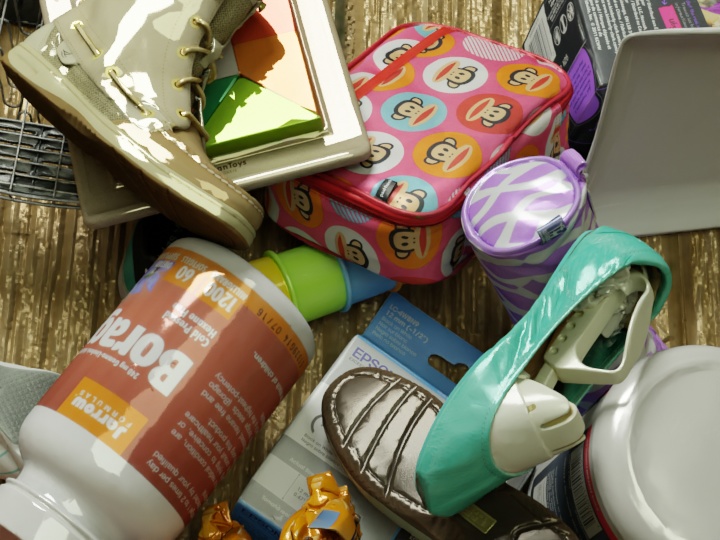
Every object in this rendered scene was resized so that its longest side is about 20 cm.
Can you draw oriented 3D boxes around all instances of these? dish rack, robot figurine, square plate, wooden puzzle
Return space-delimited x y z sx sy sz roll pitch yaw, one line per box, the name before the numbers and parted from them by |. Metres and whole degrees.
dish rack | -0.203 -0.123 1.046 0.152 0.055 0.202 8 57 -7
robot figurine | -0.065 0.169 0.841 0.144 0.200 0.059 -18 95 11
square plate | 0.242 -0.099 1.067 0.196 0.201 0.029 -6 52 -13
wooden puzzle | -0.103 -0.132 0.997 0.183 0.037 0.202 -14 62 -4

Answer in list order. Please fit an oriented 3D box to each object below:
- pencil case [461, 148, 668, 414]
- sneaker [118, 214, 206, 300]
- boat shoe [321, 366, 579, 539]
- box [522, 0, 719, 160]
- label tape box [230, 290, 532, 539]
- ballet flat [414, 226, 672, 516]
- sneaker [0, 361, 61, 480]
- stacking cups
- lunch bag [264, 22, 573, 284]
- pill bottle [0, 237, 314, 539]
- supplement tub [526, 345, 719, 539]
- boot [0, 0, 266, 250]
pencil case | 0.132 0.011 0.997 0.085 0.201 0.084 -38 45 -7
sneaker | -0.101 -0.066 1.039 0.071 0.080 0.202 22 67 -11
boat shoe | 0.051 0.139 0.927 0.072 0.076 0.200 -39 58 -12
box | 0.232 -0.155 1.123 0.198 0.122 0.107 -5 68 -14
label tape box | 0.029 0.117 1.003 0.143 0.066 0.201 35 67 4
ballet flat | 0.107 0.057 0.869 0.201 0.070 0.067 -52 129 -18
sneaker | -0.229 0.089 0.965 0.199 0.080 0.071 33 56 -18
stacking cups | 0.000 0.000 1.049 0.198 0.061 0.061 -17 72 -19
lunch bag | 0.030 -0.087 1.052 0.175 0.083 0.200 25 48 29
pill bottle | -0.124 0.088 0.908 0.112 0.112 0.201 36 69 5
supplement tub | 0.180 0.140 0.948 0.139 0.200 0.142 4 67 -9
boot | -0.098 -0.119 0.934 0.199 0.073 0.156 37 76 25
